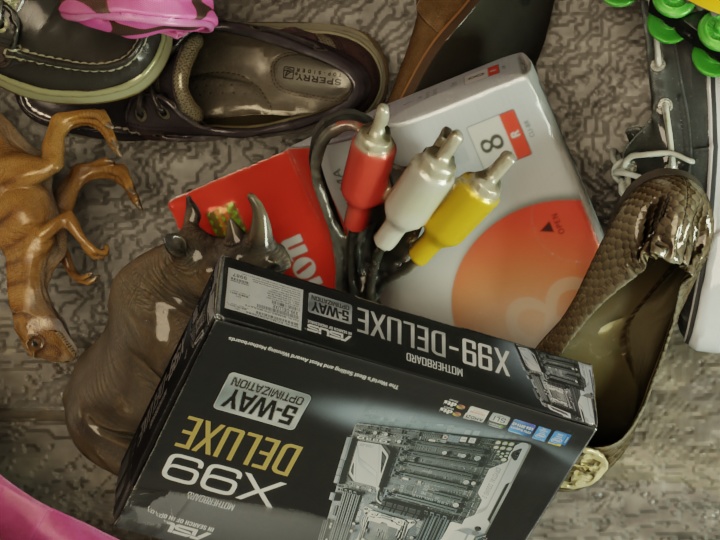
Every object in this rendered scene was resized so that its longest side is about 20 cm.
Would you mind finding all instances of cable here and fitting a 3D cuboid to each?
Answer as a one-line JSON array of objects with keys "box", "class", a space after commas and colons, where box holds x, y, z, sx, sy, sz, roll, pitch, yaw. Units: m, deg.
[{"box": [0.000, 0.000, 1.469, 0.097, 0.050, 0.200, 23, 119, -1], "class": "cable"}]

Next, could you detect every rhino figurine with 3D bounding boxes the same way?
[{"box": [-0.093, 0.035, 1.508, 0.087, 0.060, 0.200, 30, 126, 2], "class": "rhino figurine"}]

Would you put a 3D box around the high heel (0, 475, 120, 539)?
[{"box": [-0.167, 0.107, 1.506, 0.096, 0.067, 0.200, -28, 85, -4], "class": "high heel"}]

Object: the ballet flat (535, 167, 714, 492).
[{"box": [0.128, 0.039, 1.470, 0.067, 0.046, 0.200, 11, 124, -17], "class": "ballet flat"}]

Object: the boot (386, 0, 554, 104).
[{"box": [0.056, -0.146, 1.530, 0.075, 0.074, 0.200, 34, 101, 36], "class": "boot"}]

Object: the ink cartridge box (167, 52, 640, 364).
[{"box": [0.023, -0.001, 1.505, 0.200, 0.050, 0.162, -23, 110, 4], "class": "ink cartridge box"}]

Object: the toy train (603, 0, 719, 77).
[{"box": [0.179, -0.129, 1.462, 0.200, 0.042, 0.056, 39, 73, 14], "class": "toy train"}]

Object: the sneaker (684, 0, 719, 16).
[{"box": [0.126, -0.195, 1.416, 0.200, 0.090, 0.070, 24, 60, 3], "class": "sneaker"}]

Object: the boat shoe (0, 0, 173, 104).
[{"box": [-0.193, -0.142, 1.521, 0.201, 0.066, 0.072, 21, 75, 25], "class": "boat shoe"}]

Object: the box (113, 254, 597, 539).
[{"box": [-0.005, 0.087, 1.466, 0.200, 0.050, 0.158, 17, 130, -14], "class": "box"}]

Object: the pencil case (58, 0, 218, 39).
[{"box": [-0.101, -0.212, 1.455, 0.091, 0.094, 0.200, 5, 86, 9], "class": "pencil case"}]

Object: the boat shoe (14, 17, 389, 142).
[{"box": [-0.087, -0.101, 1.536, 0.200, 0.065, 0.072, 3, 94, 8], "class": "boat shoe"}]

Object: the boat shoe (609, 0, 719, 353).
[{"box": [0.161, -0.058, 1.501, 0.068, 0.074, 0.199, 2, 90, 3], "class": "boat shoe"}]

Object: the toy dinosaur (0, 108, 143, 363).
[{"box": [-0.176, -0.050, 1.524, 0.106, 0.060, 0.200, -21, 62, -4], "class": "toy dinosaur"}]
